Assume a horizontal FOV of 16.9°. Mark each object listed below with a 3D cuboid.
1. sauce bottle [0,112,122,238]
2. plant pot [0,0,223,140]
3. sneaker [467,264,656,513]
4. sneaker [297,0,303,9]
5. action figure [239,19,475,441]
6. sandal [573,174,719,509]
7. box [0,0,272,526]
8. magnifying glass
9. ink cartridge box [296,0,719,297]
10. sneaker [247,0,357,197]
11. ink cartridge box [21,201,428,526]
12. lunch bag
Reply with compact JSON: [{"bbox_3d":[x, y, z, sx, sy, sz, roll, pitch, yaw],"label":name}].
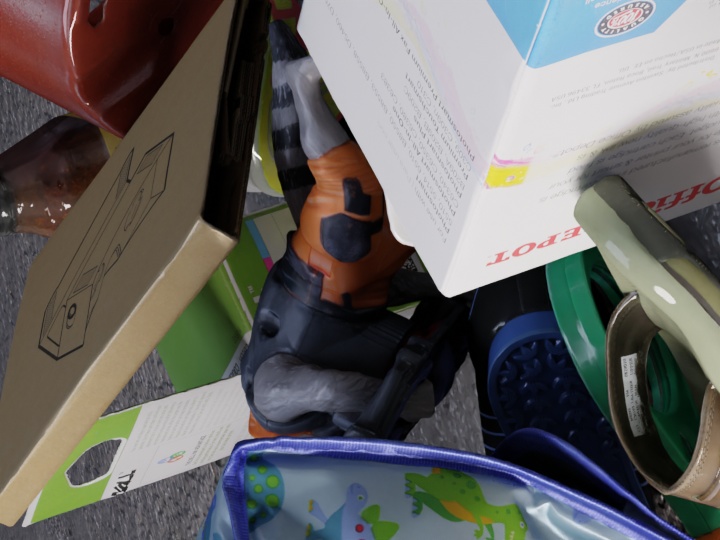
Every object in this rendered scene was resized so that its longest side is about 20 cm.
[{"bbox_3d":[-0.128,-0.054,1.226,0.066,0.200,0.066,48,147,47],"label":"sauce bottle"},{"bbox_3d":[-0.124,-0.159,1.166,0.195,0.201,0.201,36,139,46],"label":"plant pot"},{"bbox_3d":[0.084,0.070,1.002,0.078,0.070,0.200,-92,-5,-48],"label":"sneaker"},{"bbox_3d":[-0.006,-0.194,0.966,0.076,0.088,0.200,-176,71,-70],"label":"sneaker"},{"bbox_3d":[0.000,0.000,0.999,0.200,0.105,0.194,-28,-50,-73],"label":"action figure"},{"bbox_3d":[0.111,0.042,0.835,0.080,0.057,0.201,44,175,47],"label":"sandal"},{"bbox_3d":[-0.101,-0.007,1.039,0.200,0.021,0.164,-49,23,36],"label":"box"},{"bbox_3d":[0.124,0.077,0.914,0.200,0.022,0.080,62,-158,1],"label":"magnifying glass"},{"bbox_3d":[0.068,-0.095,0.804,0.125,0.129,0.200,62,156,24],"label":"ink cartridge box"},{"bbox_3d":[-0.007,-0.115,1.073,0.090,0.078,0.200,24,128,28],"label":"sneaker"},{"bbox_3d":[-0.074,0.039,1.167,0.076,0.200,0.148,65,158,16],"label":"ink cartridge box"},{"bbox_3d":[0.037,0.134,0.896,0.170,0.200,0.127,114,162,-70],"label":"lunch bag"}]
